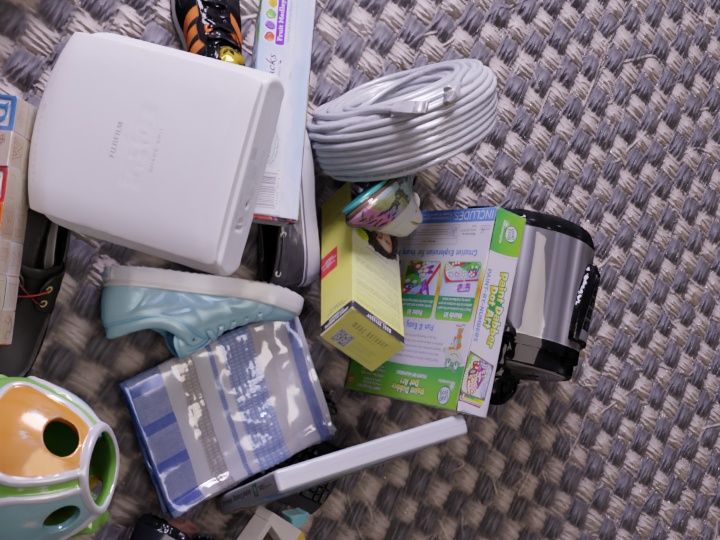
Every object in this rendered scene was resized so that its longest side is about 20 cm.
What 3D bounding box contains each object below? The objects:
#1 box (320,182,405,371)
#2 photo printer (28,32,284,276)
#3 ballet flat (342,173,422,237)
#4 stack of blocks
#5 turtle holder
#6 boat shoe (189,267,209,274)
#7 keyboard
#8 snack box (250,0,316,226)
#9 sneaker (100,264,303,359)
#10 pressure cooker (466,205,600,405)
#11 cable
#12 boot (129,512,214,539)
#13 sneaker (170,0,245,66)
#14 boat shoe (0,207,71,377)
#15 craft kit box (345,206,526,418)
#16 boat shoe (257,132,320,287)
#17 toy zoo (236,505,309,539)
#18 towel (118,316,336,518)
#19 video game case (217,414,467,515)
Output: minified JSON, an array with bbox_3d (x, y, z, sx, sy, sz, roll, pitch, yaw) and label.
[{"bbox_3d":[0.000,0.000,1.029,0.075,0.050,0.201,35,32,-29],"label":"box"},{"bbox_3d":[-0.176,-0.101,0.846,0.069,0.198,0.168,4,103,-75],"label":"photo printer"},{"bbox_3d":[0.034,-0.076,1.052,0.071,0.069,0.200,53,21,-14],"label":"ballet flat"},{"bbox_3d":[-0.339,-0.045,0.847,0.114,0.059,0.203,7,87,2],"label":"stack of blocks"},{"bbox_3d":[-0.273,0.175,0.856,0.130,0.141,0.187,3,117,6],"label":"turtle holder"},{"bbox_3d":[-0.176,-0.080,0.971,0.074,0.073,0.201,-43,112,-24],"label":"boat shoe"},{"bbox_3d":[-0.092,0.161,1.060,0.199,0.021,0.128,32,75,-29],"label":"keyboard"},{"bbox_3d":[-0.077,-0.143,0.933,0.052,0.142,0.203,5,91,-10],"label":"snack box"},{"bbox_3d":[-0.153,0.045,0.991,0.198,0.074,0.083,7,86,-20],"label":"sneaker"},{"bbox_3d":[0.159,0.046,1.126,0.175,0.178,0.202,18,78,-30],"label":"pressure cooker"},{"bbox_3d":[0.044,-0.155,1.038,0.200,0.198,0.070,-42,119,-49],"label":"cable"},{"bbox_3d":[-0.230,0.301,0.939,0.199,0.076,0.170,28,79,-36],"label":"boot"},{"bbox_3d":[-0.134,-0.213,0.986,0.069,0.090,0.203,0,91,-32],"label":"sneaker"},{"bbox_3d":[-0.299,0.003,0.904,0.073,0.063,0.204,11,86,-34],"label":"boat shoe"},{"bbox_3d":[0.071,0.039,1.056,0.048,0.199,0.200,20,81,-32],"label":"craft kit box"},{"bbox_3d":[-0.089,-0.079,1.036,0.066,0.070,0.202,-13,105,-32],"label":"boat shoe"},{"bbox_3d":[-0.109,0.321,1.012,0.201,0.020,0.132,-54,143,-25],"label":"toy zoo"},{"bbox_3d":[-0.125,0.138,1.015,0.199,0.024,0.148,-22,102,-29],"label":"towel"},{"bbox_3d":[-0.021,0.189,0.994,0.198,0.182,0.022,-12,77,-28],"label":"video game case"}]
